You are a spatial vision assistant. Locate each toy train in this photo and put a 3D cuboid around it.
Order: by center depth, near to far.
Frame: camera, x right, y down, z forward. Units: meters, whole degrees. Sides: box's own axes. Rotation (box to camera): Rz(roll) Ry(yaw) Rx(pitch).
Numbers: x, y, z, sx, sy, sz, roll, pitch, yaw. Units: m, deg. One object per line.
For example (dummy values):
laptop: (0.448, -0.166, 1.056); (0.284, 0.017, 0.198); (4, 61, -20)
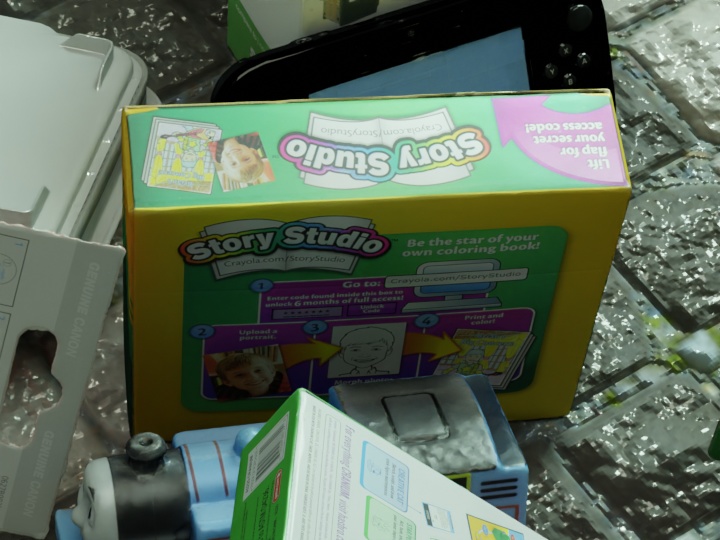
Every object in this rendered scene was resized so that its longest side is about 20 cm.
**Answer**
toy train: (-0.027, 0.108, 0.991); (0.199, 0.115, 0.087); (-5, 31, -10)

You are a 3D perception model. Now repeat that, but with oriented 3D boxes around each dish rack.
dish rack: (-0.187, -0.061, 1.122); (0.171, 0.044, 0.200); (11, 37, 4)

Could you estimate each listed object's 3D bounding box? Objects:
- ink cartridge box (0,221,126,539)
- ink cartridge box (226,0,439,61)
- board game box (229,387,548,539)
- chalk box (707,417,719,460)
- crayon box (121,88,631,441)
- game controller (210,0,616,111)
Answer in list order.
ink cartridge box: (-0.206, 0.018, 0.979); (0.199, 0.161, 0.050); (11, 37, -11)
ink cartridge box: (0.019, -0.169, 1.152); (0.146, 0.200, 0.084); (-20, 57, -18)
board game box: (0.043, 0.148, 0.887); (0.200, 0.040, 0.153); (33, 30, -17)
chalk box: (0.250, 0.080, 1.039); (0.199, 0.125, 0.124); (18, 55, 6)
crayon box: (0.000, 0.000, 1.045); (0.199, 0.173, 0.058); (-3, 54, -7)
game controller: (0.027, -0.071, 1.147); (0.200, 0.105, 0.042); (-19, 18, -17)
